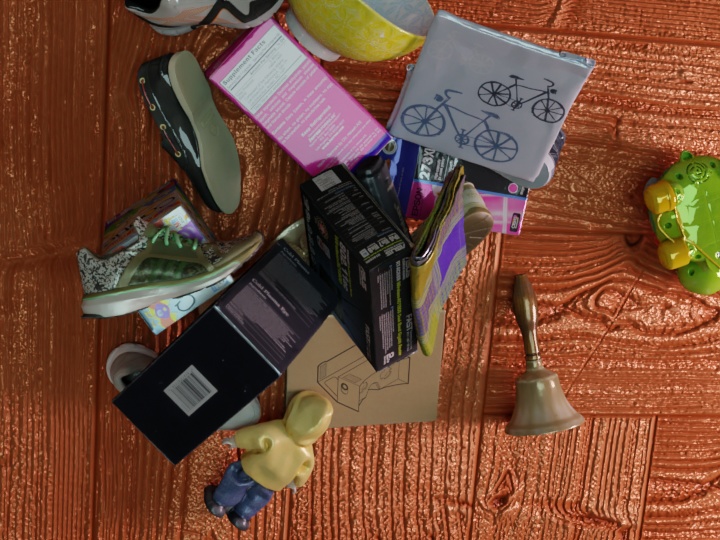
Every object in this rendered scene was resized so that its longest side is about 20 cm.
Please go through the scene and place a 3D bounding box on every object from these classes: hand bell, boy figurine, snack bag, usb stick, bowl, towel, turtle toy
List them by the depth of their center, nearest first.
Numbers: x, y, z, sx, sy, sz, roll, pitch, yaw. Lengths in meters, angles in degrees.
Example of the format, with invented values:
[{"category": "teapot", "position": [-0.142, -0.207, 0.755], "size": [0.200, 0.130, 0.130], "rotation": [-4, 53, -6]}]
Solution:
[{"category": "snack bag", "position": [0.139, -0.194, 1.267], "size": [0.188, 0.021, 0.200], "rotation": [18, 141, -2]}, {"category": "towel", "position": [0.089, -0.008, 1.269], "size": [0.023, 0.200, 0.144], "rotation": [15, 57, 15]}, {"category": "bowl", "position": [-0.021, -0.300, 1.277], "size": [0.200, 0.200, 0.108], "rotation": [38, 120, -17]}, {"category": "usb stick", "position": [0.040, -0.036, 1.316], "size": [0.033, 0.055, 0.200], "rotation": [-5, 118, 31]}, {"category": "boy figurine", "position": [-0.113, 0.227, 1.408], "size": [0.124, 0.064, 0.200], "rotation": [34, 102, -25]}, {"category": "turtle toy", "position": [0.430, -0.059, 1.450], "size": [0.145, 0.101, 0.200], "rotation": [-19, 106, -6]}, {"category": "hand bell", "position": [0.220, 0.104, 1.466], "size": [0.104, 0.104, 0.200], "rotation": [-11, 92, -9]}]

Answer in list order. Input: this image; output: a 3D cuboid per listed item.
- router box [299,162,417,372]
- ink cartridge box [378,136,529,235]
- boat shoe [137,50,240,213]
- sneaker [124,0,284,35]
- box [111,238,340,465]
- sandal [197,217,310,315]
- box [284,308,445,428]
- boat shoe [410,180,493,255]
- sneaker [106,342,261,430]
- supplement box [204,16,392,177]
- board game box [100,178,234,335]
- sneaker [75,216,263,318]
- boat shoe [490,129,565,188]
[{"category": "router box", "position": [0.000, 0.000, 1.293], "size": [0.062, 0.150, 0.200], "rotation": [-28, 145, -17]}, {"category": "ink cartridge box", "position": [0.111, -0.106, 1.412], "size": [0.200, 0.037, 0.095], "rotation": [9, 101, -11]}, {"category": "boat shoe", "position": [-0.196, -0.157, 1.326], "size": [0.063, 0.074, 0.202], "rotation": [-7, 119, 27]}, {"category": "sneaker", "position": [-0.170, -0.300, 1.233], "size": [0.200, 0.080, 0.074], "rotation": [-8, 81, 28]}, {"category": "box", "position": [-0.147, 0.089, 1.272], "size": [0.104, 0.182, 0.200], "rotation": [46, 122, -5]}, {"category": "sandal", "position": [-0.100, 0.008, 1.375], "size": [0.212, 0.070, 0.078], "rotation": [-33, 107, -3]}, {"category": "box", "position": [0.004, 0.124, 1.434], "size": [0.200, 0.021, 0.164], "rotation": [-2, 114, -11]}, {"category": "boat shoe", "position": [0.077, -0.024, 1.396], "size": [0.073, 0.063, 0.201], "rotation": [16, 129, -40]}, {"category": "sneaker", "position": [-0.214, 0.157, 1.374], "size": [0.200, 0.092, 0.076], "rotation": [20, 99, -15]}, {"category": "supplement box", "position": [-0.074, -0.194, 1.318], "size": [0.103, 0.101, 0.200], "rotation": [-45, 106, 2]}, {"category": "board game box", "position": [-0.219, -0.021, 1.276], "size": [0.103, 0.200, 0.105], "rotation": [-34, 107, -2]}, {"category": "sneaker", "position": [-0.196, -0.017, 1.143], "size": [0.200, 0.077, 0.089], "rotation": [-19, 98, -9]}, {"category": "boat shoe", "position": [0.154, -0.179, 1.386], "size": [0.200, 0.091, 0.071], "rotation": [32, 134, 0]}]
